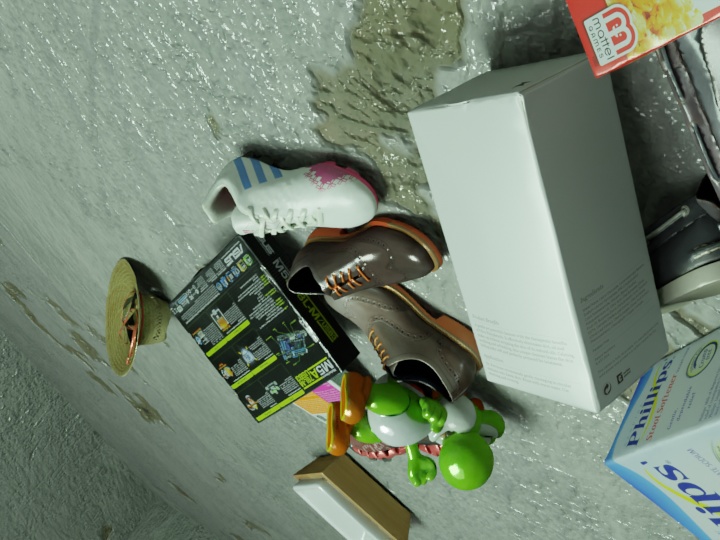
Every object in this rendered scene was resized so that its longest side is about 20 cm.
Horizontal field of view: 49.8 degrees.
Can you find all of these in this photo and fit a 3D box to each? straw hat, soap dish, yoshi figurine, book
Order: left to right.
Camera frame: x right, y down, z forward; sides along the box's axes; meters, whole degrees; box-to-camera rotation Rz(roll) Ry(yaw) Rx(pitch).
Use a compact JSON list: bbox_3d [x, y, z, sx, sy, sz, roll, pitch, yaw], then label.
[{"bbox_3d":[-0.360,0.082,1.296,0.083,0.207,0.199,2,171,-32],"label":"straw hat"},{"bbox_3d":[-0.050,0.160,1.050,0.199,0.049,0.132,41,149,-27],"label":"book"},{"bbox_3d":[-0.014,0.409,1.368,0.199,0.082,0.157,43,152,-8],"label":"soap dish"},{"bbox_3d":[0.066,0.178,0.820,0.195,0.115,0.112,11,180,-15],"label":"yoshi figurine"}]

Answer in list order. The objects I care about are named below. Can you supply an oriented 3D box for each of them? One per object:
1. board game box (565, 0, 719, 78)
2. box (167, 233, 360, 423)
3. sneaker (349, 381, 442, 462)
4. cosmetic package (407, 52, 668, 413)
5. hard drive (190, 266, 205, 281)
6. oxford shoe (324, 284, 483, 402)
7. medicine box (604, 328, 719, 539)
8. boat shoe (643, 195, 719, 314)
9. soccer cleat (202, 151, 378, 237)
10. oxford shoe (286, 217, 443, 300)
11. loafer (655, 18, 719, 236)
[{"bbox_3d":[0.147,-0.185,0.288,0.199,0.046,0.155,-18,97,58],"label":"board game box"},{"bbox_3d":[-0.122,0.069,0.930,0.194,0.048,0.199,50,134,-4],"label":"box"},{"bbox_3d":[0.049,0.180,0.950,0.197,0.071,0.099,-13,120,41],"label":"sneaker"},{"bbox_3d":[0.116,-0.025,0.501,0.107,0.084,0.205,11,123,56],"label":"cosmetic package"},{"bbox_3d":[-0.136,0.040,1.028,0.140,0.033,0.198,48,151,-17],"label":"hard drive"},{"bbox_3d":[0.033,0.066,0.816,0.197,0.073,0.072,26,150,23],"label":"oxford shoe"},{"bbox_3d":[0.310,0.133,0.549,0.181,0.104,0.201,37,151,3],"label":"medicine box"},{"bbox_3d":[0.201,-0.001,0.556,0.200,0.071,0.065,139,123,-67],"label":"boat shoe"},{"bbox_3d":[-0.072,-0.060,0.744,0.197,0.087,0.071,13,144,39],"label":"soccer cleat"},{"bbox_3d":[0.000,0.000,0.760,0.198,0.073,0.072,-5,130,53],"label":"oxford shoe"},{"bbox_3d":[0.203,-0.063,0.417,0.062,0.072,0.203,-8,121,32],"label":"loafer"}]
